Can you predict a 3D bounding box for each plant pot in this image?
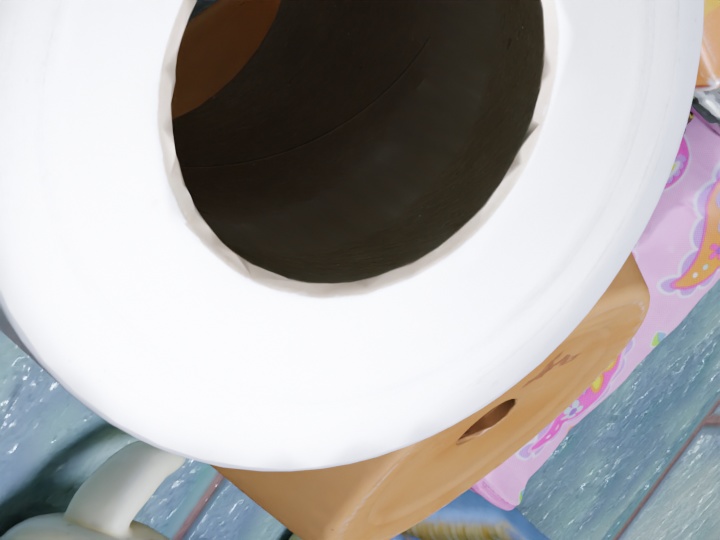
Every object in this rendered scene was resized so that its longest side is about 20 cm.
[{"bbox_3d":[0.000,0.000,0.852,0.200,0.140,0.200,-35,165,-11],"label":"plant pot"}]

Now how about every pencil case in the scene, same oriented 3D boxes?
[{"bbox_3d":[0.096,0.012,1.148,0.200,0.087,0.087,-50,155,5],"label":"pencil case"}]

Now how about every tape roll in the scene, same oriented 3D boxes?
[{"bbox_3d":[-0.032,-0.066,0.656,0.202,0.139,0.203,-12,115,-27],"label":"tape roll"}]

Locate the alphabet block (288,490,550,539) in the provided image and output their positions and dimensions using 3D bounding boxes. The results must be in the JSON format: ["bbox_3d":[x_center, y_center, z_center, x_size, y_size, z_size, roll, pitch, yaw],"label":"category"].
[{"bbox_3d":[0.034,0.238,1.235,0.200,0.196,0.195,-54,153,12],"label":"alphabet block"}]

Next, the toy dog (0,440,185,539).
[{"bbox_3d":[-0.095,0.173,1.035,0.200,0.139,0.194,37,58,-64],"label":"toy dog"}]

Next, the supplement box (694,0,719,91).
[{"bbox_3d":[0.066,-0.153,0.744,0.067,0.069,0.200,-39,115,-29],"label":"supplement box"}]

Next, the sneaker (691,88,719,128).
[{"bbox_3d":[0.153,-0.099,0.983,0.200,0.074,0.085,26,85,-23],"label":"sneaker"}]

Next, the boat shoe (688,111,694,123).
[{"bbox_3d":[0.102,-0.079,1.037,0.200,0.068,0.072,-44,155,-9],"label":"boat shoe"}]
